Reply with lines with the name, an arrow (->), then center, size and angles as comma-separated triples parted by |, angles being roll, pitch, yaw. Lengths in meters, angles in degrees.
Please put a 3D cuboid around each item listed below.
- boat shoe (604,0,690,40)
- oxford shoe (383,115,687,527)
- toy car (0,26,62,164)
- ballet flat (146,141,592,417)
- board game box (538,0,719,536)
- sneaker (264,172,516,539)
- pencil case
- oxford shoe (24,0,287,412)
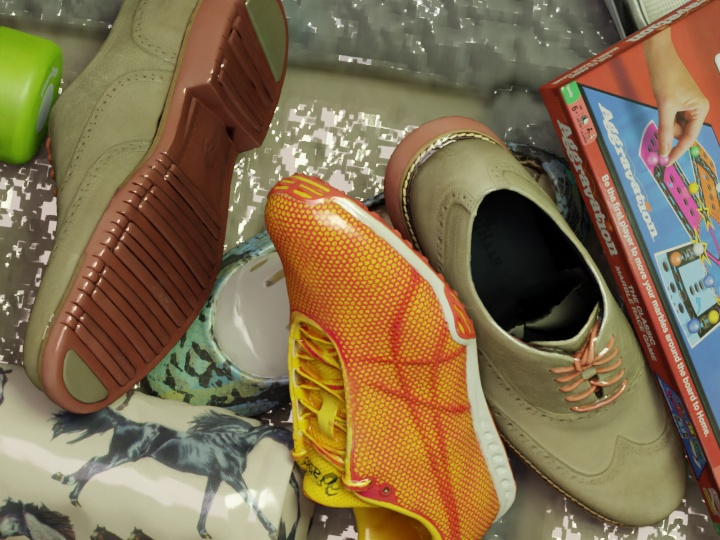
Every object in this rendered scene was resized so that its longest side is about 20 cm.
boat shoe -> 0.140, -0.089, 1.141 | 0.072, 0.071, 0.200 | -30, 86, -2
oxford shoe -> 0.076, 0.034, 1.095 | 0.070, 0.075, 0.200 | -38, 116, -3
toy car -> -0.216, -0.083, 1.083 | 0.164, 0.200, 0.158 | 17, 69, 3
ballet flat -> 0.000, 0.000, 1.141 | 0.200, 0.074, 0.074 | -28, 83, 0
board game box -> 0.149, -0.005, 1.102 | 0.103, 0.019, 0.200 | -31, 108, -23
sneaker -> 0.005, 0.049, 1.079 | 0.077, 0.200, 0.073 | -42, 40, -24
pencil case -> -0.113, 0.086, 1.132 | 0.200, 0.090, 0.078 | 11, 49, 3
oxford shoe -> -0.096, -0.032, 1.129 | 0.075, 0.070, 0.200 | 7, 56, 28
